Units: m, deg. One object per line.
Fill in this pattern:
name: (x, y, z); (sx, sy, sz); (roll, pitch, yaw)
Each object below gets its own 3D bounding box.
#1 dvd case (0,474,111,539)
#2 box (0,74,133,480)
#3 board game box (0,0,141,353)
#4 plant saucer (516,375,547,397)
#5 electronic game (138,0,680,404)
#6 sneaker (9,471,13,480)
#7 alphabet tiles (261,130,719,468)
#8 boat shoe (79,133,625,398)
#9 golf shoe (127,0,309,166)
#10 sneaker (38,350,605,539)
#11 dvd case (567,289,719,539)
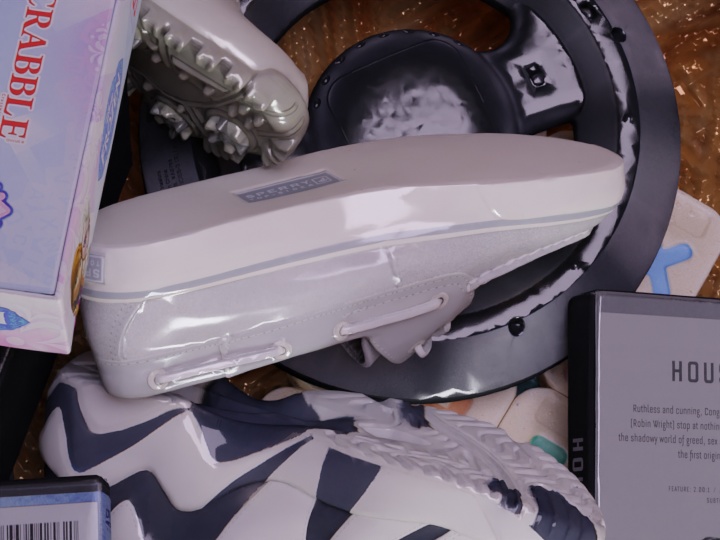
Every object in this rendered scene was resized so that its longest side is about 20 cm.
dvd case: (-0.146, 0.166, 0.875); (0.143, 0.018, 0.200); (-4, 75, 5)
box: (-0.194, -0.024, 0.963); (0.200, 0.079, 0.141); (16, 66, 6)
board game box: (-0.173, -0.081, 0.907); (0.199, 0.041, 0.200); (8, 63, 3)
plant saucer: (0.084, 0.087, 1.053); (0.200, 0.019, 0.070); (37, 70, 1)
electronic game: (0.019, -0.049, 1.036); (0.200, 0.042, 0.200); (1, 75, -5)
sneaker: (-0.176, 0.124, 0.953); (0.073, 0.082, 0.200); (27, 69, -1)
alphabet tiles: (0.044, 0.029, 1.042); (0.200, 0.015, 0.196); (32, 71, 4)
boat shoe: (0.000, 0.000, 0.966); (0.200, 0.072, 0.069); (-14, 112, -27)
golf shoe: (-0.070, -0.115, 1.001); (0.097, 0.078, 0.200); (-41, 54, -14)
sneaker: (-0.021, 0.111, 0.973); (0.199, 0.079, 0.130); (11, 105, 7)
dvd case: (0.142, 0.111, 1.020); (0.150, 0.025, 0.200); (5, 82, -27)
